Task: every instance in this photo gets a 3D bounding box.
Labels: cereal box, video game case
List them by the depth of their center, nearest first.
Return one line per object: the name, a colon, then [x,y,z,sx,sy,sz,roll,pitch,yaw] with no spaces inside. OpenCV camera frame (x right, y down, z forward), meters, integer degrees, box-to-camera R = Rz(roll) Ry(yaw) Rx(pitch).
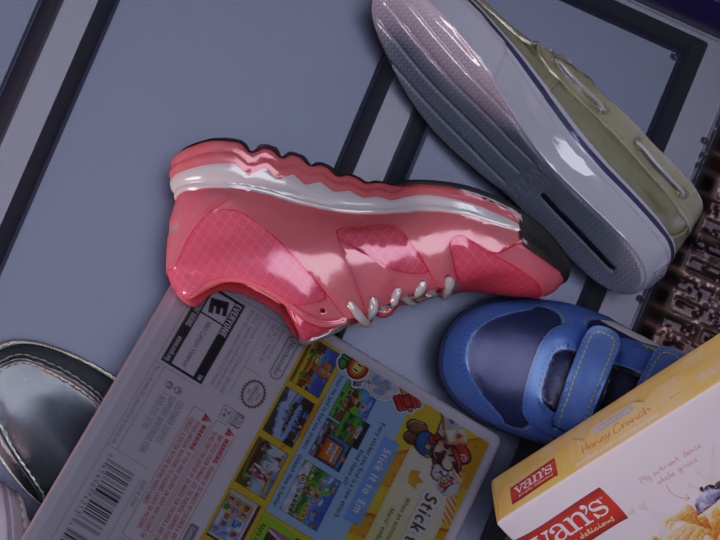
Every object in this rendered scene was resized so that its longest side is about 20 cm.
video game case: [-0.047,0.112,1.211,0.182,0.023,0.200,32,55,-5]
cereal box: [0.177,0.134,1.214,0.144,0.040,0.200,-35,118,18]

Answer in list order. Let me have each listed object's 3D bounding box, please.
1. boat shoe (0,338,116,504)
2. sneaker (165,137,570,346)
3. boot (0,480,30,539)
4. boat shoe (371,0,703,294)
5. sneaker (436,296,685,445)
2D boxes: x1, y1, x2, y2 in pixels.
boat shoe: [-0.110,0.110,1.226,0.073,0.062,0.200,-42,92,-4]
sneaker: [0.000,0.000,1.237,0.200,0.074,0.087,11,75,0]
boot: [-0.134,0.191,1.223,0.095,0.074,0.201,-9,97,-14]
boat shoe: [0.087,-0.076,1.267,0.200,0.072,0.062,49,58,-7]
sneaker: [0.135,0.065,1.251,0.200,0.082,0.074,20,87,-5]
